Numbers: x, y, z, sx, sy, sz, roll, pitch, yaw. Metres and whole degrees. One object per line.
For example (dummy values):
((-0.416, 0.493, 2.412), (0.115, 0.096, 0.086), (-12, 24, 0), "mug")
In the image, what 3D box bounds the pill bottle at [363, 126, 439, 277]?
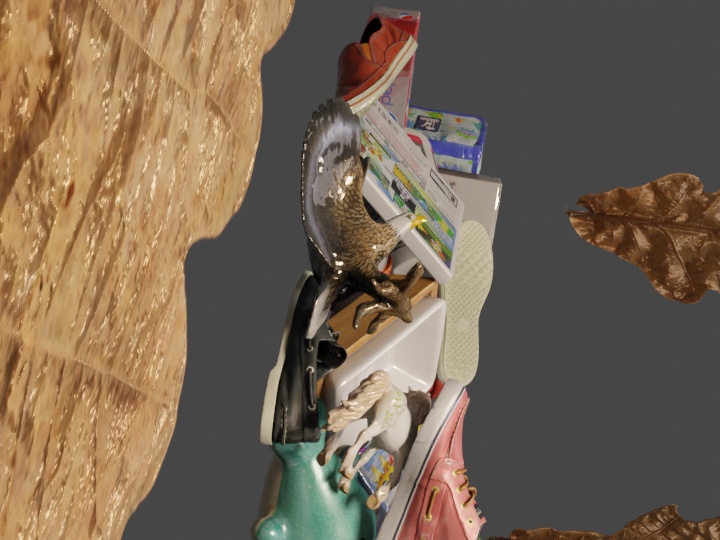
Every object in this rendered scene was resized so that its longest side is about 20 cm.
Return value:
((0.053, -0.070, 1.666), (0.111, 0.110, 0.200), (94, -13, -53), "pill bottle")

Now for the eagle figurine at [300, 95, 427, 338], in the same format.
((-0.009, -0.041, 1.293), (0.151, 0.200, 0.152), (-5, 147, -51), "eagle figurine")

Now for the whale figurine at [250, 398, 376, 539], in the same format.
((-0.041, 0.228, 1.353), (0.159, 0.104, 0.200), (-35, 133, -42), "whale figurine")

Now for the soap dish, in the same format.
((0.002, 0.106, 1.465), (0.200, 0.081, 0.158), (-36, 146, -36), "soap dish")

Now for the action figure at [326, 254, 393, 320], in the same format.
((0.000, 0.000, 1.575), (0.194, 0.104, 0.200), (111, -7, -60), "action figure")

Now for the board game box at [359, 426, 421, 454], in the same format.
((0.006, 0.209, 1.696), (0.200, 0.134, 0.034), (131, -61, -79), "board game box")

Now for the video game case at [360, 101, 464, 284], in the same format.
((0.042, -0.101, 1.502), (0.022, 0.200, 0.182), (-34, -162, 23), "video game case")

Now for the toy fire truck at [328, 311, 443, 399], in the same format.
((0.026, 0.083, 1.749), (0.200, 0.112, 0.168), (19, -64, 52), "toy fire truck")

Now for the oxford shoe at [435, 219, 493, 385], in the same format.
((0.108, 0.038, 1.579), (0.058, 0.075, 0.201), (-11, -111, 60), "oxford shoe")

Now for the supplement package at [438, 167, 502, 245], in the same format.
((0.083, -0.080, 1.831), (0.121, 0.199, 0.120), (-58, 158, -82), "supplement package")

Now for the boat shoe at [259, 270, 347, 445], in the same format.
((-0.047, 0.085, 1.311), (0.200, 0.066, 0.075), (-77, 174, -46), "boat shoe")

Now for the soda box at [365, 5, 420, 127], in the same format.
((0.032, -0.230, 1.723), (0.070, 0.063, 0.200), (-77, 174, -53), "soda box")

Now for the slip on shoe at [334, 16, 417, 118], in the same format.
((-0.001, -0.201, 1.404), (0.074, 0.061, 0.200), (-41, -168, 41), "slip on shoe")

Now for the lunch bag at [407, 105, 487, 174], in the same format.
((0.093, -0.172, 1.970), (0.200, 0.170, 0.128), (4, 95, -84), "lunch bag")

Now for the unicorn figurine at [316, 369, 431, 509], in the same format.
((0.022, 0.154, 1.314), (0.138, 0.074, 0.200), (-55, 167, -18), "unicorn figurine")

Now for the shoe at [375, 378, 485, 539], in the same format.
((0.086, 0.211, 1.322), (0.071, 0.091, 0.201), (-16, 128, -78), "shoe")

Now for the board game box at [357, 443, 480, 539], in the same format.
((0.020, 0.289, 1.492), (0.062, 0.200, 0.200), (-46, 162, -49), "board game box")
